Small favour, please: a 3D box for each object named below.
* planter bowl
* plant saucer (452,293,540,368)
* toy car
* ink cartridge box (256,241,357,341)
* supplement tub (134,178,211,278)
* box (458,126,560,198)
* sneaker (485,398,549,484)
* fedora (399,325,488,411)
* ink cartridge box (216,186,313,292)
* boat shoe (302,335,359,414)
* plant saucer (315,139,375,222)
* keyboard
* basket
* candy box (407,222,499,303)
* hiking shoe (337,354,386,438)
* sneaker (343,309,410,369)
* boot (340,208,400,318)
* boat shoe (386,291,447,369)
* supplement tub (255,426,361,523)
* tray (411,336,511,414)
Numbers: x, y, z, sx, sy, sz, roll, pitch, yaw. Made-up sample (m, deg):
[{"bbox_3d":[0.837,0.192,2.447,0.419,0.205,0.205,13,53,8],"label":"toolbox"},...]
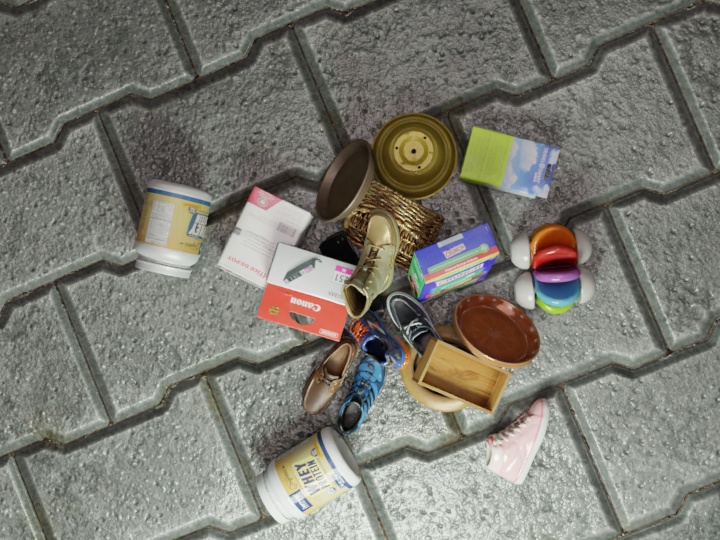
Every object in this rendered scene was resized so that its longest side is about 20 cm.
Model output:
[{"bbox_3d":[0.119,-0.261,1.743,0.200,0.083,0.201,0,89,3],"label":"planter bowl"},{"bbox_3d":[0.293,0.133,1.690,0.200,0.200,0.032,26,131,4],"label":"plant saucer"},{"bbox_3d":[0.421,-0.005,1.686,0.175,0.150,0.201,-5,89,3],"label":"toy car"},{"bbox_3d":[-0.111,0.048,1.708,0.199,0.044,0.174,17,89,-7],"label":"ink cartridge box"},{"bbox_3d":[-0.423,-0.093,1.747,0.144,0.145,0.201,13,91,4],"label":"supplement tub"},{"bbox_3d":[0.331,-0.239,1.746,0.199,0.048,0.122,15,91,4],"label":"box"},{"bbox_3d":[0.341,0.366,1.725,0.104,0.075,0.201,21,95,-1],"label":"sneaker"},{"bbox_3d":[0.189,0.216,1.734,0.200,0.082,0.201,-1,87,12],"label":"fedora"},{"bbox_3d":[-0.213,-0.067,1.763,0.145,0.085,0.200,26,89,3],"label":"ink cartridge box"},{"bbox_3d":[-0.073,0.237,1.758,0.072,0.068,0.200,32,92,4],"label":"boat shoe"},{"bbox_3d":[-0.031,-0.194,1.714,0.029,0.200,0.200,26,91,-30],"label":"plant saucer"},{"bbox_3d":[0.000,0.000,1.752,0.127,0.021,0.200,-25,99,25],"label":"keyboard"},{"bbox_3d":[0.068,-0.094,1.713,0.200,0.143,0.149,29,93,1],"label":"basket"},{"bbox_3d":[0.193,-0.011,1.660,0.169,0.200,0.077,-21,74,-6],"label":"candy box"},{"bbox_3d":[0.006,0.280,1.743,0.074,0.087,0.200,20,91,4],"label":"hiking shoe"},{"bbox_3d":[0.022,0.145,1.721,0.200,0.078,0.075,37,109,29],"label":"sneaker"},{"bbox_3d":[0.018,-0.014,1.628,0.073,0.155,0.200,18,124,19],"label":"boot"},{"bbox_3d":[0.123,0.130,1.675,0.072,0.068,0.200,-34,81,8],"label":"boat shoe"},{"bbox_3d":[-0.116,0.454,1.721,0.200,0.144,0.145,-33,87,3],"label":"supplement tub"},{"bbox_3d":[0.213,0.222,1.635,0.200,0.037,0.099,26,88,-24],"label":"tray"}]
